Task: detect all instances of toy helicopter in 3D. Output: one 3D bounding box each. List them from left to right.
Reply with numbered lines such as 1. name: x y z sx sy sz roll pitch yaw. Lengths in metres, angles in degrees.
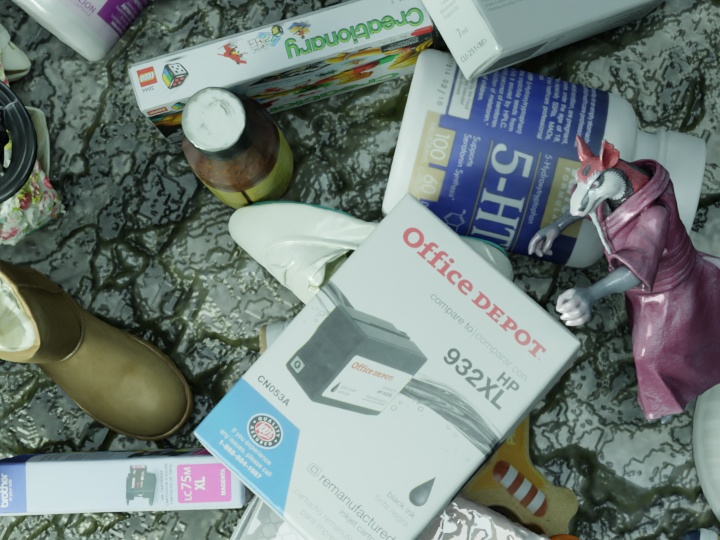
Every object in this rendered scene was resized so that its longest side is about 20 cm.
1. toy helicopter: 0.086 0.133 1.338 0.132 0.079 0.201 13 67 -20

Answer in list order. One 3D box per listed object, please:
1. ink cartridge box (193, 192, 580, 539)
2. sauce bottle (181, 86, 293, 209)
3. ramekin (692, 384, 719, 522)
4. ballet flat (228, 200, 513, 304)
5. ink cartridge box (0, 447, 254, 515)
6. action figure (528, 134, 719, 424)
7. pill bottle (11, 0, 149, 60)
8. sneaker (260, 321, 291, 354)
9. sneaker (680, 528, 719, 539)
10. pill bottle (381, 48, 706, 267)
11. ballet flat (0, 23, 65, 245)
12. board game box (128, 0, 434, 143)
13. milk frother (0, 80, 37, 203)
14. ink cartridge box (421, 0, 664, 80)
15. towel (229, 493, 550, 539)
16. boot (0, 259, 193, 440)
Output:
1. ink cartridge box: 0.017 0.077 1.234 0.145 0.084 0.200 41 82 8
2. sauce bottle: -0.081 -0.082 1.310 0.066 0.200 0.066 0 83 1
3. ramekin: 0.324 0.110 1.322 0.199 0.098 0.202 0 84 3
4. ballet flat: 0.000 0.000 1.325 0.199 0.069 0.070 10 85 13
5. ink cartridge box: -0.169 0.140 1.334 0.199 0.119 0.042 -5 87 3
6. action figure: 0.184 -0.005 1.226 0.148 0.134 0.201 -21 126 5
7. pill bottle: -0.163 -0.253 1.375 0.112 0.112 0.200 37 88 6
8. sneaker: 0.004 0.123 1.344 0.108 0.070 0.201 -13 81 4
9. sneaker: 0.160 0.250 1.332 0.108 0.070 0.201 24 89 3
10. pill bottle: 0.122 -0.068 1.337 0.199 0.120 0.120 13 85 1
11. ballet flat: -0.256 -0.116 1.398 0.064 0.076 0.201 -13 88 -29
12. board game box: -0.048 -0.138 1.351 0.199 0.126 0.035 -16 83 2
13. milk frother: -0.300 -0.046 1.318 0.199 0.188 0.181 18 86 8
14. ink cartridge box: 0.102 -0.231 1.333 0.199 0.044 0.174 -23 81 -43
15. towel: -0.003 0.219 1.278 0.190 0.032 0.201 27 90 6
16. boot: -0.198 0.051 1.303 0.175 0.200 0.066 33 87 5
